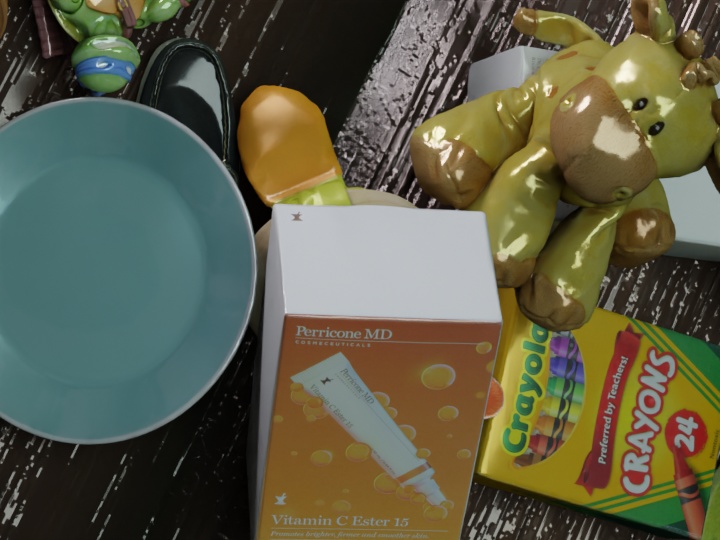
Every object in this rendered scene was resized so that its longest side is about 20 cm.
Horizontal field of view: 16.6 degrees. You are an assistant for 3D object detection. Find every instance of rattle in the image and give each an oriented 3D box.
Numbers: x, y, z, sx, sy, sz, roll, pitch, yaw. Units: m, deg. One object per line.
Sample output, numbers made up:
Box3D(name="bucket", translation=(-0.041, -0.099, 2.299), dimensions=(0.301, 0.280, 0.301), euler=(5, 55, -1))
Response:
Box3D(name="rattle", translation=(0.000, 0.000, 1.512), dimensions=(0.200, 0.143, 0.131), euler=(32, 98, -37))

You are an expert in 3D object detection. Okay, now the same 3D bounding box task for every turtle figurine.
Box3D(name="turtle figurine", translation=(-0.132, -0.215, 1.416), dimensions=(0.143, 0.200, 0.195), euler=(-7, 66, -3))

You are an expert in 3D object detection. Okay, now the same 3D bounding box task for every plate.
Box3D(name="plate", translation=(-0.155, 0.000, 1.433), dimensions=(0.198, 0.026, 0.202), euler=(-1, 86, 9))

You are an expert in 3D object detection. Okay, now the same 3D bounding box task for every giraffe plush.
Box3D(name="giraffe plush", translation=(0.149, -0.076, 1.442), dimensions=(0.172, 0.162, 0.201), euler=(38, 71, -15))

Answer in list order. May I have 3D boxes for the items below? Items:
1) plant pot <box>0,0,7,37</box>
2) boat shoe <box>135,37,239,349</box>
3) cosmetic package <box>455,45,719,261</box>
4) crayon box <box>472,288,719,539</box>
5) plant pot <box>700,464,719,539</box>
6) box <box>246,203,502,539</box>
Box3D(name="plant pot", translation=(-0.291, -0.204, 1.350), dimensions=(0.199, 0.200, 0.141), euler=(8, 67, -22))
Box3D(name="boat shoe", translation=(-0.099, -0.043, 1.476), dimensions=(0.071, 0.068, 0.202), euler=(5, 82, -21))
Box3D(name="cosmetic package", translation=(0.170, -0.072, 1.586), dimensions=(0.199, 0.081, 0.114), euler=(10, 82, -23))
Box3D(name="crayon box", translation=(0.137, 0.087, 1.573), dimensions=(0.199, 0.051, 0.128), euler=(16, 80, -21))
Box3D(name="plant pot", translation=(0.351, 0.185, 1.595), dimensions=(0.183, 0.200, 0.202), euler=(-13, 91, -34))
Box3D(name="box", translation=(0.004, 0.070, 1.420), dimensions=(0.123, 0.201, 0.098), euler=(2, 40, -7))
